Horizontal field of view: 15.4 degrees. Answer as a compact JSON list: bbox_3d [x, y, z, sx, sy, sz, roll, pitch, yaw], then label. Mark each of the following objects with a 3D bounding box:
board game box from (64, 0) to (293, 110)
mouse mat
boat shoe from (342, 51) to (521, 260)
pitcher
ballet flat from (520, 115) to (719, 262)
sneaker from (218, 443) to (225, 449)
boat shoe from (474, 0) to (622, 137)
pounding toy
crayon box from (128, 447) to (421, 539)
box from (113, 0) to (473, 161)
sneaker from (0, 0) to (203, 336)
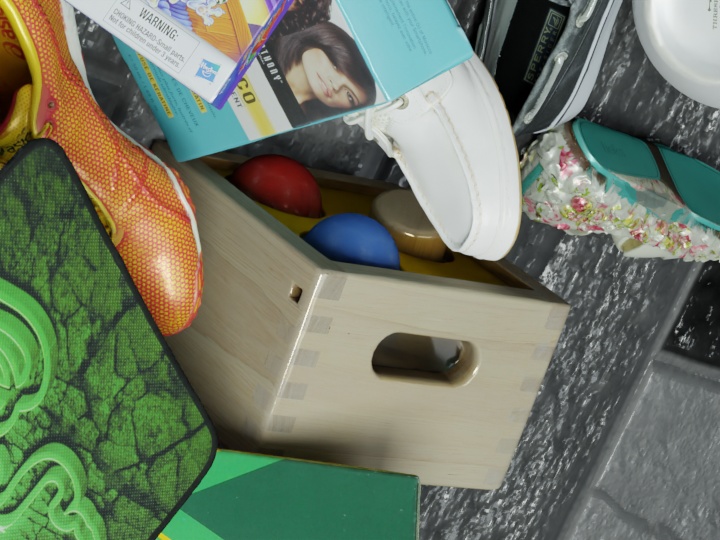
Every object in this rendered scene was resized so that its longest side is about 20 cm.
[{"bbox_3d":[-0.098,-0.174,1.006,0.135,0.200,0.045,-55,179,1],"label":"board game box"},{"bbox_3d":[-0.133,0.066,1.044,0.161,0.008,0.200,-52,138,-26],"label":"mouse mat"},{"bbox_3d":[0.013,-0.091,1.252,0.069,0.201,0.071,-9,154,-30],"label":"boat shoe"},{"bbox_3d":[0.220,-0.178,1.433,0.200,0.121,0.173,-28,121,-63],"label":"pitcher"},{"bbox_3d":[0.154,-0.041,1.515,0.064,0.076,0.200,-39,143,27],"label":"ballet flat"},{"bbox_3d":[-0.013,0.092,1.418,0.200,0.079,0.096,-37,147,-22],"label":"sneaker"},{"bbox_3d":[0.099,-0.160,1.364,0.068,0.073,0.200,-24,140,-53],"label":"boat shoe"},{"bbox_3d":[0.000,0.000,1.299,0.199,0.184,0.143,8,109,-39],"label":"pounding toy"},{"bbox_3d":[-0.083,0.134,1.230,0.172,0.200,0.059,8,69,-14],"label":"crayon box"},{"bbox_3d":[-0.036,-0.104,1.153,0.049,0.200,0.083,-32,100,-28],"label":"box"},{"bbox_3d":[-0.135,-0.050,1.149,0.201,0.073,0.077,59,32,-18],"label":"sneaker"}]
